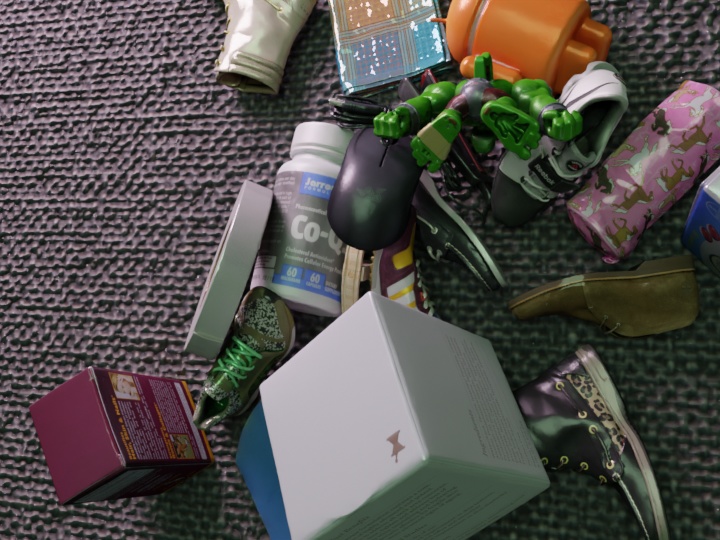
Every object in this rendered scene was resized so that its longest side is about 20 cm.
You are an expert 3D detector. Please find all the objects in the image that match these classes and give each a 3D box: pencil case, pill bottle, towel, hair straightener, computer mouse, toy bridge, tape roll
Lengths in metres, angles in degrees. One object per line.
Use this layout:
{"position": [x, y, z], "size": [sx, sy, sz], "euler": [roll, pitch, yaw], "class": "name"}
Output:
{"position": [0.308, -0.102, 0.805], "size": [0.200, 0.083, 0.087], "euler": [-45, 51, 3], "class": "pencil case"}
{"position": [-0.053, -0.058, 0.886], "size": [0.111, 0.114, 0.206], "euler": [9, 81, 18], "class": "pill bottle"}
{"position": [0.030, -0.327, 0.972], "size": [0.143, 0.022, 0.206], "euler": [-14, 74, 13], "class": "towel"}
{"position": [0.092, -0.140, 0.893], "size": [0.075, 0.041, 0.204], "euler": [-20, 76, -22], "class": "hair straightener"}
{"position": [0.018, -0.113, 0.797], "size": [0.135, 0.053, 0.204], "euler": [14, 54, -2], "class": "computer mouse"}
{"position": [0.000, 0.000, 0.854], "size": [0.026, 0.067, 0.206], "euler": [10, 97, 17], "class": "toy bridge"}
{"position": [-0.149, 0.000, 0.863], "size": [0.036, 0.202, 0.208], "euler": [20, 83, -13], "class": "tape roll"}

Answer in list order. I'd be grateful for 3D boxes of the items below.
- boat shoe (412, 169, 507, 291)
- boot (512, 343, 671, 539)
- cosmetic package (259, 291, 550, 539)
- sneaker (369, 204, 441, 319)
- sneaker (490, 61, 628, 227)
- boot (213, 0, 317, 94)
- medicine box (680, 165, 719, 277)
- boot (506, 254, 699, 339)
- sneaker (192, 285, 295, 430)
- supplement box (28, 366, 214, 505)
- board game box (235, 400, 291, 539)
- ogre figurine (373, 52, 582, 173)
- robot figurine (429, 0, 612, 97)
{"position": [0.089, -0.046, 0.862], "size": [0.060, 0.074, 0.201], "euler": [-39, 67, 5], "class": "boat shoe"}
{"position": [0.210, 0.193, 0.770], "size": [0.147, 0.073, 0.204], "euler": [-23, 68, 9], "class": "boot"}
{"position": [0.040, 0.156, 0.722], "size": [0.167, 0.198, 0.169], "euler": [-39, 50, 26], "class": "cosmetic package"}
{"position": [0.054, 0.028, 0.841], "size": [0.088, 0.075, 0.206], "euler": [14, 107, 13], "class": "sneaker"}
{"position": [0.205, -0.120, 0.803], "size": [0.073, 0.089, 0.202], "euler": [26, 118, -12], "class": "sneaker"}
{"position": [-0.166, -0.324, 1.006], "size": [0.196, 0.072, 0.158], "euler": [20, 86, 20], "class": "boot"}
{"position": [0.412, -0.019, 0.699], "size": [0.103, 0.182, 0.201], "euler": [-43, 69, 3], "class": "medicine box"}
{"position": [0.253, 0.038, 0.799], "size": [0.194, 0.074, 0.078], "euler": [-10, 85, 12], "class": "boot"}
{"position": [-0.134, 0.108, 0.845], "size": [0.076, 0.089, 0.203], "euler": [30, 122, 5], "class": "sneaker"}
{"position": [-0.256, 0.184, 0.846], "size": [0.084, 0.200, 0.112], "euler": [-30, 71, 8], "class": "supplement box"}
{"position": [-0.051, 0.225, 0.863], "size": [0.157, 0.039, 0.202], "euler": [-37, 67, 13], "class": "board game box"}
{"position": [0.124, -0.162, 0.778], "size": [0.196, 0.121, 0.100], "euler": [-16, 114, 28], "class": "ogre figurine"}
{"position": [0.181, -0.269, 0.864], "size": [0.197, 0.116, 0.147], "euler": [29, 101, 19], "class": "robot figurine"}
